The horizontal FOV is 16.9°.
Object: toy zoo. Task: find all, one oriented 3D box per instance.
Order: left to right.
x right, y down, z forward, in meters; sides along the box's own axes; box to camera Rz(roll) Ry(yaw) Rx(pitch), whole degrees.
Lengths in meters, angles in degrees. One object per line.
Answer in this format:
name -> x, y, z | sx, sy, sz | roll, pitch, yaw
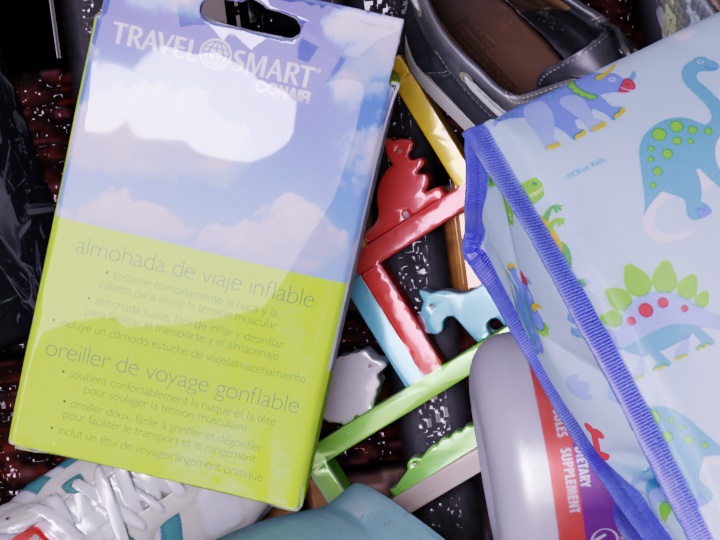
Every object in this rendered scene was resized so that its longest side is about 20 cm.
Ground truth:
toy zoo -> 0.000, 0.000, 1.039 | 0.131, 0.020, 0.200 | -31, 89, 10

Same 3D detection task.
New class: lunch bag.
lunch bag -> 0.153, 0.016, 0.854 | 0.170, 0.127, 0.200 | -27, 66, -9

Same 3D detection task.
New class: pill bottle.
pill bottle -> 0.148, 0.066, 0.963 | 0.200, 0.112, 0.113 | -10, 92, -1

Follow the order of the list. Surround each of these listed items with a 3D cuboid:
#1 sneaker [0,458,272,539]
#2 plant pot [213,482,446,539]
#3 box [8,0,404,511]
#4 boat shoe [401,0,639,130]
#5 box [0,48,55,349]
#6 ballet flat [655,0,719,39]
sneaker -> -0.110, 0.111, 1.022 | 0.200, 0.093, 0.070 | -36, 87, 17
plant pot -> 0.000, 0.172, 0.976 | 0.200, 0.200, 0.134 | 42, 79, 5
box -> -0.060, -0.016, 0.960 | 0.122, 0.048, 0.200 | 13, 100, -1
boat shoe -> 0.094, -0.061, 0.966 | 0.072, 0.068, 0.200 | -40, 68, -21
box -> -0.211, -0.051, 0.990 | 0.104, 0.182, 0.200 | -18, 91, 10
ballet flat -> 0.177, -0.067, 0.988 | 0.200, 0.069, 0.071 | 42, 125, 5
